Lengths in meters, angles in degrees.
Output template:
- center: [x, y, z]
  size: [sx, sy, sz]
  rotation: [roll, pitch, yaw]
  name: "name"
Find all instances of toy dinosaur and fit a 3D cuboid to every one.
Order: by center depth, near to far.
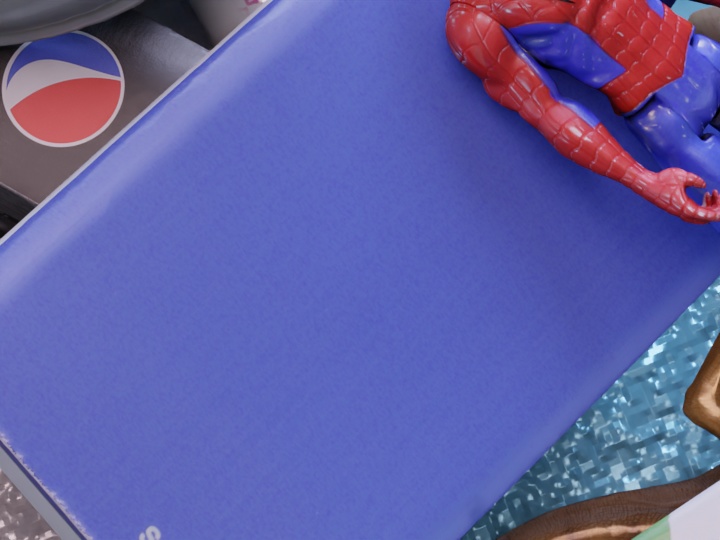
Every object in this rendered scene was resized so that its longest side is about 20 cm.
- center: [0.102, 0.068, 0.750]
  size: [0.199, 0.060, 0.107]
  rotation: [8, 76, 4]
  name: "toy dinosaur"

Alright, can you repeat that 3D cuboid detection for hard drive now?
- center: [0.000, 0.000, 0.703]
  size: [0.200, 0.025, 0.132]
  rotation: [-43, 101, -18]
  name: "hard drive"

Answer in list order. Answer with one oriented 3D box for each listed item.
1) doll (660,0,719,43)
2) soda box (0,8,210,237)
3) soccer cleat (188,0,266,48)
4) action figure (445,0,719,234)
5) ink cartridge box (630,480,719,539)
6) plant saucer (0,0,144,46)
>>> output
- center: [0.030, -0.018, 0.756]
  size: [0.200, 0.048, 0.137]
  rotation: [-46, 119, -18]
  name: "doll"
- center: [-0.110, -0.056, 0.785]
  size: [0.199, 0.071, 0.064]
  rotation: [30, 76, 9]
  name: "soda box"
- center: [-0.062, -0.130, 0.811]
  size: [0.086, 0.070, 0.201]
  rotation: [-15, 68, 1]
  name: "soccer cleat"
- center: [0.088, -0.040, 0.701]
  size: [0.200, 0.052, 0.066]
  rotation: [38, 78, -11]
  name: "action figure"
- center: [0.122, 0.147, 0.655]
  size: [0.144, 0.084, 0.201]
  rotation: [-32, 79, -6]
  name: "ink cartridge box"
- center: [-0.115, -0.130, 0.673]
  size: [0.199, 0.201, 0.050]
  rotation: [6, 38, 3]
  name: "plant saucer"
